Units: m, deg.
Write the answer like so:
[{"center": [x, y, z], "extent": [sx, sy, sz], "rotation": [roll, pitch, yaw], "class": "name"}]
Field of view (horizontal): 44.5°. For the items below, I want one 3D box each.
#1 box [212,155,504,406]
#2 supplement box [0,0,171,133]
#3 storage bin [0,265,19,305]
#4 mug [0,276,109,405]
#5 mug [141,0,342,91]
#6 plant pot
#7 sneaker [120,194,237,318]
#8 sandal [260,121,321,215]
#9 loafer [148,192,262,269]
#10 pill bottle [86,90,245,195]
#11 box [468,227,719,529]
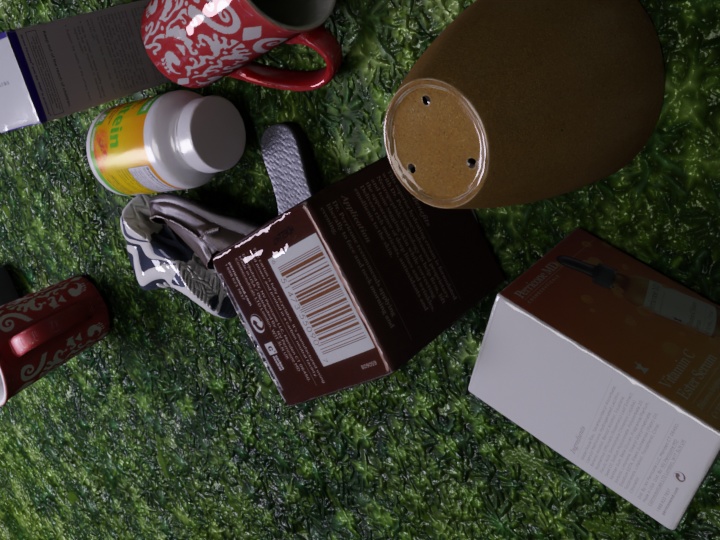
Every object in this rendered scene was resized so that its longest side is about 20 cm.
[{"center": [0.000, 0.000, 0.851], "extent": [0.163, 0.199, 0.169], "rotation": [-25, 94, 46], "class": "box"}, {"center": [-0.331, -0.242, 1.028], "extent": [0.100, 0.199, 0.106], "rotation": [-1, 113, 42], "class": "supplement box"}, {"center": [-0.671, 0.091, 1.583], "extent": [0.132, 0.146, 0.204], "rotation": [-19, 99, 18], "class": "storage bin"}, {"center": [-0.481, 0.104, 1.340], "extent": [0.175, 0.199, 0.137], "rotation": [15, 121, 35], "class": "mug"}, {"center": [-0.124, -0.249, 0.887], "extent": [0.198, 0.132, 0.181], "rotation": [-15, 100, 49], "class": "mug"}, {"center": [0.111, -0.125, 0.683], "extent": [0.184, 0.199, 0.190], "rotation": [21, 126, 32], "class": "plant pot"}, {"center": [-0.239, 0.000, 1.169], "extent": [0.197, 0.080, 0.130], "rotation": [36, 154, -3], "class": "sneaker"}, {"center": [-0.060, -0.066, 0.993], "extent": [0.075, 0.043, 0.205], "rotation": [-3, 100, 36], "class": "sandal"}, {"center": [-0.182, -0.039, 1.061], "extent": [0.196, 0.073, 0.073], "rotation": [19, 90, 25], "class": "loafer"}, {"center": [-0.229, -0.152, 1.046], "extent": [0.197, 0.110, 0.114], "rotation": [-1, 112, 43], "class": "pill bottle"}, {"center": [0.216, 0.079, 0.729], "extent": [0.198, 0.151, 0.108], "rotation": [32, 132, 25], "class": "box"}]
